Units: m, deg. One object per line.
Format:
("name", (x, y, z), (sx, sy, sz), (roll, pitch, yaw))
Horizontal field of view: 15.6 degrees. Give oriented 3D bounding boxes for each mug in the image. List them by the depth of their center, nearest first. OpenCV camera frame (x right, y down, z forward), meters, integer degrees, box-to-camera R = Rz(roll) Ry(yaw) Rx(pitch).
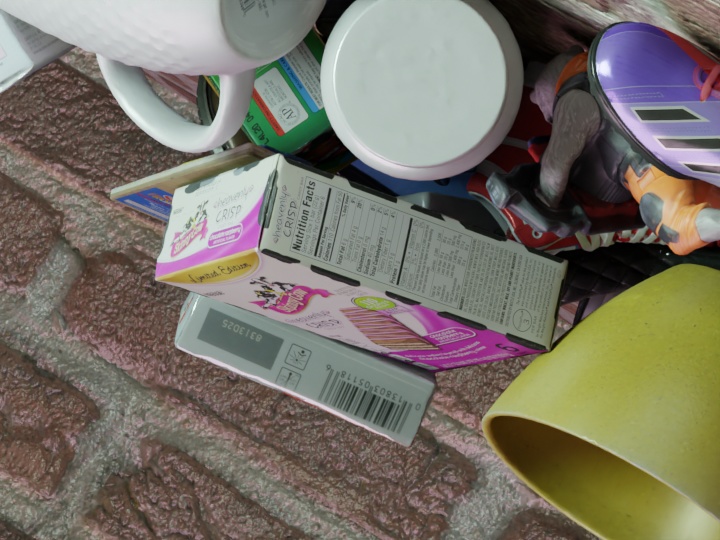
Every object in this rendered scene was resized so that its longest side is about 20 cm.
("mug", (-0.106, -0.159, 1.438), (0.175, 0.147, 0.201), (26, 130, 36))

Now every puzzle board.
("puzzle board", (-0.030, -0.029, 1.592), (0.200, 0.017, 0.151), (23, 159, -33))

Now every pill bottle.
("pill bottle", (0.034, -0.104, 1.431), (0.109, 0.110, 0.200), (31, -176, 0))

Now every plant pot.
("plant pot", (0.192, 0.083, 1.539), (0.200, 0.142, 0.200), (31, 165, 9))

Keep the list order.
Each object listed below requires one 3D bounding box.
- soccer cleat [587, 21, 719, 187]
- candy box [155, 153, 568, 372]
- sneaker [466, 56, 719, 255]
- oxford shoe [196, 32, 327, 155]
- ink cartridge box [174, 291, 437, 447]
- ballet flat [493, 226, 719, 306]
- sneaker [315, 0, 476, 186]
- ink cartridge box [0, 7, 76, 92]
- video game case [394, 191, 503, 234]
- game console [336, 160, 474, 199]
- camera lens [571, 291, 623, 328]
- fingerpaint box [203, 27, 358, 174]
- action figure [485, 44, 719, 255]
("soccer cleat", (0.198, -0.059, 1.242), (0.200, 0.068, 0.073), (36, 153, -12))
("candy box", (0.000, 0.000, 1.529), (0.200, 0.061, 0.136), (20, 163, -25))
("sneaker", (0.159, -0.030, 1.557), (0.200, 0.113, 0.071), (32, 174, 9))
("oxford shoe", (-0.060, -0.126, 1.743), (0.084, 0.201, 0.073), (-19, 152, 26))
("ink cartridge box", (-0.035, 0.042, 1.691), (0.162, 0.050, 0.200), (23, -173, -4))
("ballet flat", (0.174, -0.007, 1.620), (0.199, 0.057, 0.067), (-4, -146, 6))
("sneaker", (0.055, -0.101, 1.602), (0.200, 0.085, 0.077), (29, 161, -12))
("ink cartridge box", (-0.231, -0.211, 1.550), (0.200, 0.057, 0.163), (56, -160, -6))
("video game case", (0.043, -0.020, 1.714), (0.182, 0.022, 0.200), (-8, 168, 43))
("game console", (0.081, -0.073, 1.745), (0.200, 0.176, 0.117), (33, -154, -22))
("camera lens", (0.245, 0.056, 1.689), (0.200, 0.160, 0.160), (30, 178, 23))
("fingerpaint box", (-0.075, -0.152, 1.628), (0.200, 0.073, 0.167), (56, -179, 6))
("action figure", (0.176, -0.061, 1.416), (0.193, 0.105, 0.200), (37, -150, 27))
